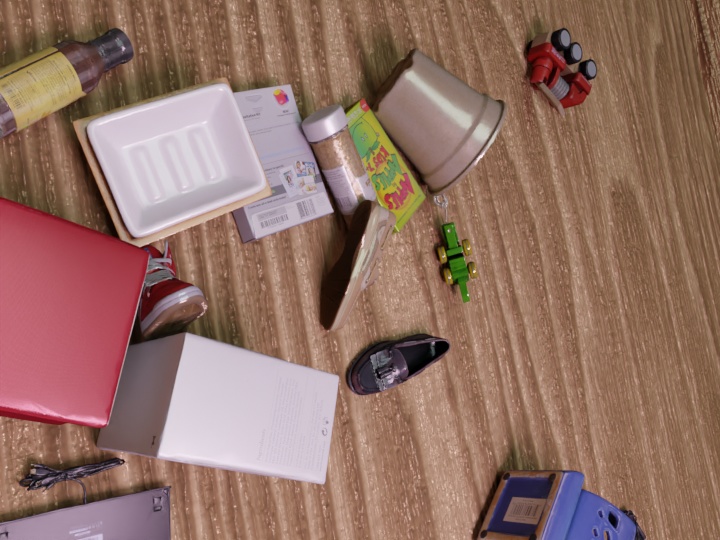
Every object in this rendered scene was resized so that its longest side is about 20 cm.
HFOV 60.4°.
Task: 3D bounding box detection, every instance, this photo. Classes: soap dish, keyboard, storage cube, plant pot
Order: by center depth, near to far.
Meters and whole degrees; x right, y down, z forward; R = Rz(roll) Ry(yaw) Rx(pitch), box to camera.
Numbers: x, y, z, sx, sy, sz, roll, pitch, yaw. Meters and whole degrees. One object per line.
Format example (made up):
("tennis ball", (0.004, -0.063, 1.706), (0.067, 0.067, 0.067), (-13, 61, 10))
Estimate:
("storage cube", (-0.334, 0.046, 0.603), (0.177, 0.169, 0.205), (23, 66, -35))
("keyboard", (-0.304, 0.269, 0.681), (0.197, 0.020, 0.131), (2, 85, -41))
("soap dish", (-0.228, -0.133, 0.768), (0.197, 0.081, 0.161), (-25, 97, -25))
("plant pot", (0.324, 0.461, 1.064), (0.180, 0.198, 0.201), (48, 55, -14))
("plant pot", (0.118, -0.267, 1.065), (0.182, 0.200, 0.203), (36, 59, -15))

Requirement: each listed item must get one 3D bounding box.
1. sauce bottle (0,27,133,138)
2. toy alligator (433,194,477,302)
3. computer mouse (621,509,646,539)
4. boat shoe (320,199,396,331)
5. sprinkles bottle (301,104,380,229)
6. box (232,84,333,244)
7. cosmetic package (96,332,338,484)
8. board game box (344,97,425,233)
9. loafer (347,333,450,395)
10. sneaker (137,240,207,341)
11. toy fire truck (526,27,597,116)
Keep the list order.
("sauce bottle", (-0.351, -0.225, 0.719), (0.200, 0.064, 0.065), (-46, 109, -36))
("toy alligator", (0.170, -0.043, 1.136), (0.054, 0.058, 0.205), (-2, 78, -82))
("computer mouse", (0.574, 0.634, 1.338), (0.111, 0.043, 0.201), (58, 45, -21))
("boat shoe", (0.000, 0.000, 0.930), (0.063, 0.071, 0.204), (20, 94, -31))
("sprinkles bottle", (-0.022, -0.148, 0.954), (0.068, 0.067, 0.203), (-45, 123, -37))
("box", (-0.136, -0.159, 0.904), (0.154, 0.041, 0.205), (-24, 97, -42))
("cosmetic package", (-0.163, 0.160, 0.706), (0.197, 0.197, 0.126), (21, 68, -35))
("board game box", (0.020, -0.170, 1.035), (0.202, 0.047, 0.102), (54, 52, -18))
("loafer", (0.066, 0.143, 0.995), (0.197, 0.062, 0.074), (-17, 91, -41))
("sneaker", (-0.227, 0.013, 0.692), (0.070, 0.199, 0.115), (-18, 84, -27))
("toy fire truck", (0.460, -0.427, 1.431), (0.174, 0.127, 0.204), (30, 74, -32))
